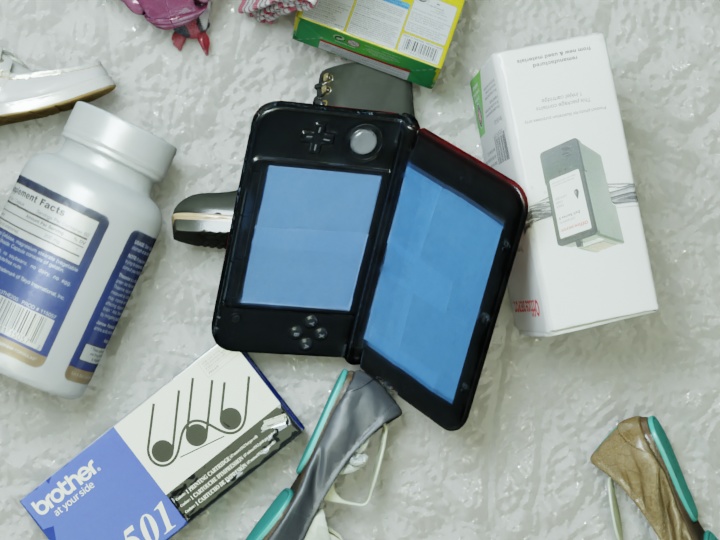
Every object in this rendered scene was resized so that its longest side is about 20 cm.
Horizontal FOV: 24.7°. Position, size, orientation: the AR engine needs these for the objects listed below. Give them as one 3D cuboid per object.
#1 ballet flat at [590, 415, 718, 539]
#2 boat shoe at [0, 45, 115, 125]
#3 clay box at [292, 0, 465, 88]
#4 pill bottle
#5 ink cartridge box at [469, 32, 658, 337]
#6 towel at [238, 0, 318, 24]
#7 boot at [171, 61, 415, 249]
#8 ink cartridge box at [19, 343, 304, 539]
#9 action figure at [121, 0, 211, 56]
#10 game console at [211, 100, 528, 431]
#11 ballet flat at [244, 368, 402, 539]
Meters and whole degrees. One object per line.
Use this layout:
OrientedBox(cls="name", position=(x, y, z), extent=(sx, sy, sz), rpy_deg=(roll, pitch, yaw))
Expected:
OrientedBox(cls="ballet flat", position=(0.236, 0.208, 1.242), extent=(0.072, 0.068, 0.201), rpy_deg=(-30, 89, 18))
OrientedBox(cls="boat shoe", position=(-0.285, -0.142, 1.226), extent=(0.199, 0.071, 0.070), rpy_deg=(-10, 91, -1))
OrientedBox(cls="clay box", position=(0.035, -0.249, 1.235), extent=(0.114, 0.048, 0.201), rpy_deg=(20, 73, -1))
OrientedBox(cls="pill bottle", position=(-0.214, -0.017, 1.205), extent=(0.111, 0.111, 0.201), rpy_deg=(25, 88, -1))
OrientedBox(cls="ink cartridge box", position=(0.145, -0.058, 1.199), extent=(0.084, 0.146, 0.201), rpy_deg=(-11, 89, -3))
OrientedBox(cls="towel", position=(-0.029, -0.249, 1.175), extent=(0.030, 0.200, 0.147), rpy_deg=(24, 88, -17))
OrientedBox(cls="boot", position=(-0.047, -0.090, 1.238), extent=(0.199, 0.077, 0.139), rpy_deg=(-4, 85, -15))
OrientedBox(cls="ink cartridge box", position=(-0.147, 0.146, 1.237), extent=(0.200, 0.044, 0.094), rpy_deg=(-38, 88, -2))
OrientedBox(cls="action figure", position=(-0.142, -0.240, 1.195), extent=(0.133, 0.149, 0.201), rpy_deg=(-14, 121, 7))
OrientedBox(cls="game console", position=(0.000, 0.000, 1.150), extent=(0.172, 0.119, 0.201), rpy_deg=(4, 118, -19))
OrientedBox(cls="ballet flat", position=(-0.031, 0.171, 1.229), extent=(0.073, 0.073, 0.200), rpy_deg=(31, 86, -1))
